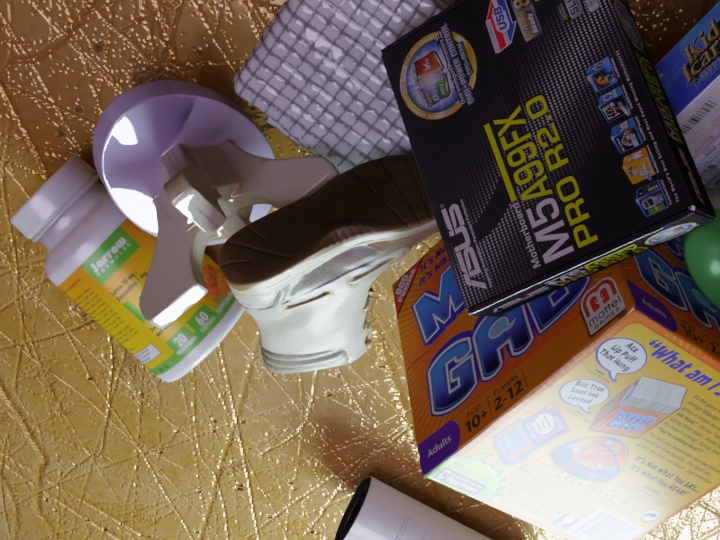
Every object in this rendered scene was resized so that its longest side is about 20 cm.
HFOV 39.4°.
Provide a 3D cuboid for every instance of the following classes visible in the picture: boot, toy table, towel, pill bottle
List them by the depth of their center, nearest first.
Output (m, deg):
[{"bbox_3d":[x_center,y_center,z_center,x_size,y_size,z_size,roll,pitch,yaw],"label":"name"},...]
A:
[{"bbox_3d":[0.022,-0.151,0.784,0.200,0.086,0.166,33,122,-9],"label":"towel"},{"bbox_3d":[0.000,0.000,0.787,0.200,0.072,0.155,-24,144,-8],"label":"boot"},{"bbox_3d":[-0.113,-0.052,0.792,0.184,0.117,0.200,-45,146,13],"label":"toy table"},{"bbox_3d":[-0.207,-0.004,0.897,0.111,0.111,0.200,-38,106,27],"label":"pill bottle"}]

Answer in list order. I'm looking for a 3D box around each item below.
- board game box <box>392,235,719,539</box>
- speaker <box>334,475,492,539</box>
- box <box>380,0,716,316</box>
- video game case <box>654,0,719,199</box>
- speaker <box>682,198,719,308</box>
[{"bbox_3d":[0.172,0.059,0.768,0.200,0.200,0.200,29,123,-28],"label":"board game box"},{"bbox_3d":[0.075,0.288,1.020,0.200,0.081,0.081,28,121,-5],"label":"speaker"},{"bbox_3d":[0.113,-0.091,0.646,0.160,0.044,0.200,-26,72,30],"label":"box"},{"bbox_3d":[0.286,-0.137,0.692,0.181,0.045,0.200,9,134,-45],"label":"video game case"},{"bbox_3d":[0.322,-0.048,0.701,0.200,0.088,0.089,-31,115,-19],"label":"speaker"}]
